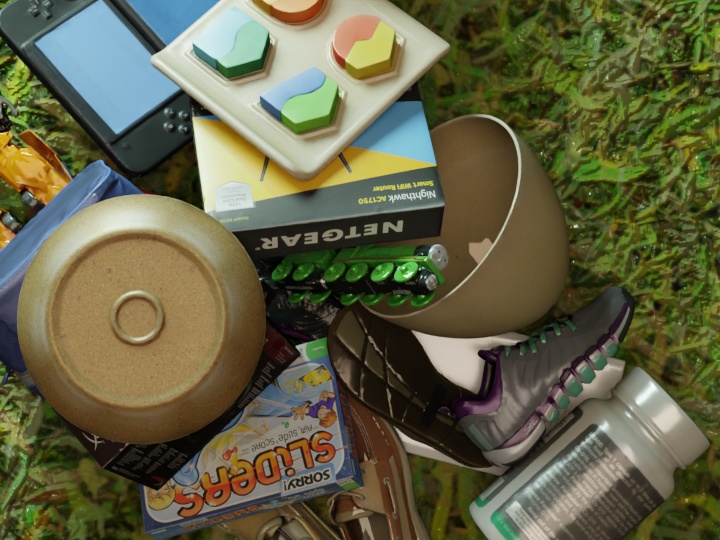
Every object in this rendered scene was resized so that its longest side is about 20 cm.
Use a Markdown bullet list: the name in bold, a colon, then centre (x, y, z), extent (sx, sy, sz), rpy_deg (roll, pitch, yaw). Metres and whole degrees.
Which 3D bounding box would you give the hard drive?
- **hard drive**: centre (0.132, 0.123, 1.458), extent (0.199, 0.027, 0.132), rpy_deg (14, 91, 0)

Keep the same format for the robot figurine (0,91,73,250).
- **robot figurine**: centre (-0.350, -0.089, 1.448), extent (0.200, 0.058, 0.145), rpy_deg (42, 90, 0)

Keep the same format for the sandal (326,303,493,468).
- **sandal**: centre (0.047, 0.109, 1.421), extent (0.200, 0.055, 0.082), rpy_deg (35, 71, -15)

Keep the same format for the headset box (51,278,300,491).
- **headset box**: centre (-0.146, 0.086, 1.344), extent (0.200, 0.149, 0.077), rpy_deg (-45, 72, -2)

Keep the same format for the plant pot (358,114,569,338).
- **plant pot**: centre (0.108, -0.019, 1.393), extent (0.134, 0.200, 0.201), rpy_deg (33, 90, -33)

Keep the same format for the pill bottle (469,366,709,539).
- **pill bottle**: centre (0.203, 0.186, 1.388), extent (0.200, 0.113, 0.113), rpy_deg (-42, 90, 2)

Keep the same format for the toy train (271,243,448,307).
- **toy train**: centre (0.000, 0.000, 1.357), extent (0.056, 0.200, 0.042), rpy_deg (-53, 123, -29)

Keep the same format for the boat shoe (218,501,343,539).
- **boat shoe**: centre (-0.084, 0.228, 1.434), extent (0.200, 0.076, 0.072), rpy_deg (33, 93, 3)

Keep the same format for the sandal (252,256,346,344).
- **sandal**: centre (-0.054, 0.036, 1.449), extent (0.200, 0.048, 0.075), rpy_deg (27, 90, 0)

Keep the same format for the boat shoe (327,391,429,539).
- **boat shoe**: centre (0.005, 0.203, 1.425), extent (0.076, 0.072, 0.200), rpy_deg (-24, 89, 32)

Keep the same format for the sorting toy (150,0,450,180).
- **sorting toy**: centre (-0.050, -0.190, 1.349), extent (0.185, 0.037, 0.200), rpy_deg (38, 64, 19)

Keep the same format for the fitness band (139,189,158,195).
- **fitness band**: centre (-0.235, 0.016, 1.435), extent (0.200, 0.037, 0.144), rpy_deg (-42, 108, -3)

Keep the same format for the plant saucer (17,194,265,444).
- **plant saucer**: centre (-0.175, 0.038, 1.247), extent (0.200, 0.035, 0.201), rpy_deg (0, 87, -2)

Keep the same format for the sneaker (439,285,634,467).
- **sneaker**: centre (0.160, 0.076, 1.396), extent (0.088, 0.074, 0.200), rpy_deg (42, 77, -10)

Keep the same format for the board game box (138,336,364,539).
- **board game box**: centre (-0.105, 0.152, 1.413), extent (0.199, 0.034, 0.136), rpy_deg (-17, 65, 11)

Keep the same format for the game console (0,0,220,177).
- **game console**: centre (-0.196, -0.217, 1.410), extent (0.200, 0.118, 0.171), rpy_deg (47, 57, 1)

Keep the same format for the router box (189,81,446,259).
- **router box**: centre (-0.038, -0.090, 1.341), extent (0.199, 0.051, 0.150), rpy_deg (-8, 58, -6)

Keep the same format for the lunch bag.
- **lunch bag**: centre (-0.241, 0.020, 1.344), extent (0.200, 0.136, 0.132), rpy_deg (-44, 107, -1)
